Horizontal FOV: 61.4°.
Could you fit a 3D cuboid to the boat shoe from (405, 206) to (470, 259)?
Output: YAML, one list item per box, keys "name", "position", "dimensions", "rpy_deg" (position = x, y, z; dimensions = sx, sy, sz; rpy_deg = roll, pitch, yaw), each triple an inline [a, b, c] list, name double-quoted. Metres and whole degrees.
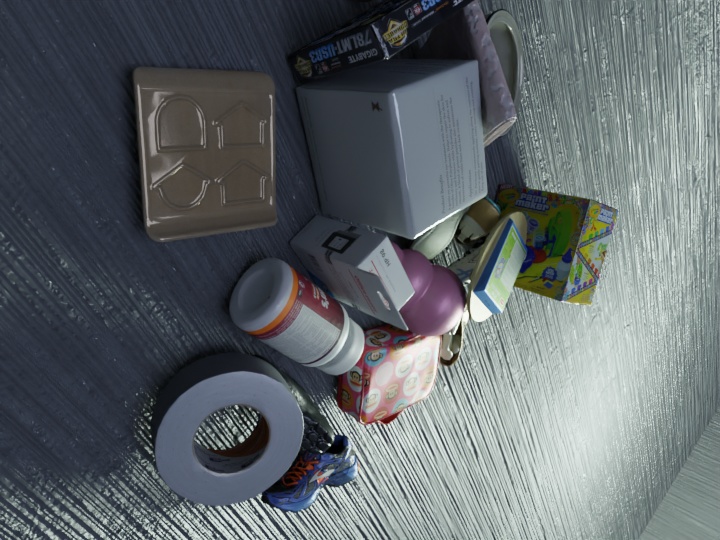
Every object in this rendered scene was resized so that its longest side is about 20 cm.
- name: "boat shoe"
  position: [0.125, -0.088, 1.018]
  dimensions: [0.071, 0.061, 0.201]
  rpy_deg: [-5, 145, -30]

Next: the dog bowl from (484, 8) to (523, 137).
- name: "dog bowl"
  position: [0.205, -0.325, 1.015]
  dimensions: [0.200, 0.074, 0.201]
  rpy_deg: [-17, 111, -53]

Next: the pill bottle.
- name: "pill bottle"
  position: [-0.086, 0.074, 0.887]
  dimensions: [0.200, 0.109, 0.110]
  rpy_deg: [40, 77, -43]

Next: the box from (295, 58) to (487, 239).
- name: "box"
  position: [0.047, -0.181, 0.860]
  dimensions: [0.171, 0.200, 0.200]
  rpy_deg: [-31, 124, -33]

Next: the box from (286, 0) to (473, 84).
- name: "box"
  position: [0.031, -0.320, 0.795]
  dimensions: [0.198, 0.200, 0.050]
  rpy_deg: [-42, 117, -26]

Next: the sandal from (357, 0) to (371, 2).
- name: "sandal"
  position: [-0.023, -0.468, 0.800]
  dimensions: [0.212, 0.077, 0.070]
  rpy_deg: [56, 46, -45]

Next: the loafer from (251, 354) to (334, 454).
- name: "loafer"
  position: [-0.116, 0.203, 0.937]
  dimensions: [0.068, 0.070, 0.201]
  rpy_deg: [-39, 113, -2]

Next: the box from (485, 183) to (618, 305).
- name: "box"
  position: [0.362, -0.053, 1.191]
  dimensions: [0.122, 0.200, 0.193]
  rpy_deg: [8, 98, -44]

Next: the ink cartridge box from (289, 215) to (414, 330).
- name: "ink cartridge box"
  position: [0.000, 0.000, 0.877]
  dimensions: [0.067, 0.200, 0.116]
  rpy_deg: [-46, 130, -21]

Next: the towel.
- name: "towel"
  position: [0.147, -0.275, 0.886]
  dimensions: [0.032, 0.191, 0.201]
  rpy_deg: [-17, 85, -16]

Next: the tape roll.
- name: "tape roll"
  position: [-0.183, 0.218, 0.837]
  dimensions: [0.200, 0.066, 0.201]
  rpy_deg: [-6, 108, -20]

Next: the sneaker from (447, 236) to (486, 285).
- name: "sneaker"
  position: [0.212, -0.018, 1.138]
  dimensions: [0.199, 0.072, 0.073]
  rpy_deg: [-23, 91, -6]

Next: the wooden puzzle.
- name: "wooden puzzle"
  position: [-0.192, -0.147, 0.762]
  dimensions: [0.185, 0.046, 0.201]
  rpy_deg: [-13, 108, -40]

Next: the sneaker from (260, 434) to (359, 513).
- name: "sneaker"
  position: [-0.086, 0.333, 1.013]
  dimensions: [0.200, 0.075, 0.079]
  rpy_deg: [-16, 106, -47]

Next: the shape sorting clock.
- name: "shape sorting clock"
  position: [0.233, -0.006, 1.037]
  dimensions: [0.200, 0.039, 0.201]
  rpy_deg: [-36, 136, -45]

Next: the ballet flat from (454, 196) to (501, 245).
- name: "ballet flat"
  position: [0.202, -0.077, 1.071]
  dimensions: [0.063, 0.069, 0.200]
  rpy_deg: [-46, 172, -2]

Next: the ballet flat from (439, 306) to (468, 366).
- name: "ballet flat"
  position: [0.166, 0.108, 1.130]
  dimensions: [0.065, 0.070, 0.200]
  rpy_deg: [-72, 158, -43]

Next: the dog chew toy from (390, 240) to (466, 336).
- name: "dog chew toy"
  position: [0.080, 0.022, 1.010]
  dimensions: [0.200, 0.124, 0.125]
  rpy_deg: [37, 78, -19]

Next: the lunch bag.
- name: "lunch bag"
  position: [0.053, 0.186, 1.072]
  dimensions: [0.200, 0.082, 0.177]
  rpy_deg: [-10, 112, -41]
